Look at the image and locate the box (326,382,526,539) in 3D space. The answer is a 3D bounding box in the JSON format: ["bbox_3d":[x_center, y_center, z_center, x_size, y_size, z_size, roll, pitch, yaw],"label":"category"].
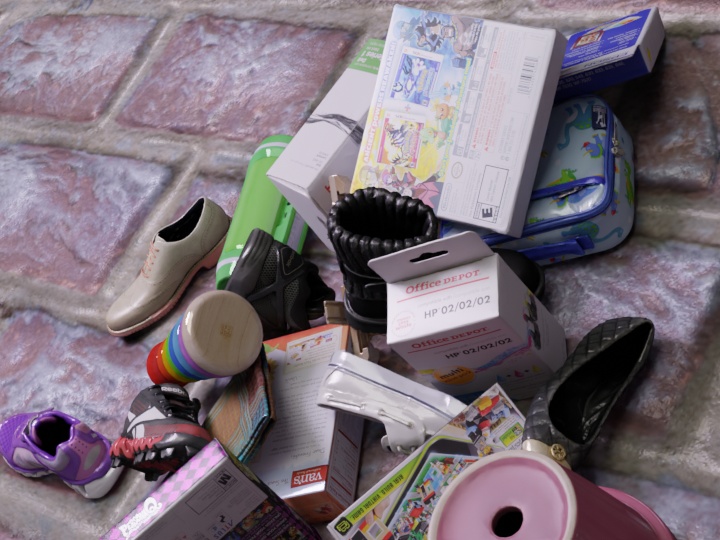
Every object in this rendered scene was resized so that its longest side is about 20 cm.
[{"bbox_3d":[0.080,0.206,1.304,0.200,0.035,0.110,-40,79,1],"label":"box"}]

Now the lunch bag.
[{"bbox_3d":[0.178,-0.081,1.487,0.198,0.082,0.162,-13,51,29],"label":"lunch bag"}]

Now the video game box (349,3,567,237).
[{"bbox_3d":[0.095,-0.148,1.447,0.180,0.047,0.203,15,91,26],"label":"video game box"}]

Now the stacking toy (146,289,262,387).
[{"bbox_3d":[-0.174,0.086,1.520,0.200,0.085,0.086,-33,29,59],"label":"stacking toy"}]

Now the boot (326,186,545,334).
[{"bbox_3d":[0.075,-0.012,1.379,0.208,0.159,0.080,-8,52,-3],"label":"boot"}]

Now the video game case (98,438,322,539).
[{"bbox_3d":[-0.154,0.271,1.357,0.200,0.181,0.036,-41,42,0],"label":"video game case"}]

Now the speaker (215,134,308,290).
[{"bbox_3d":[-0.104,-0.055,1.671,0.088,0.089,0.202,-8,51,31],"label":"speaker"}]

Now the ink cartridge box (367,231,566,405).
[{"bbox_3d":[0.099,0.051,1.336,0.114,0.200,0.069,-16,54,25],"label":"ink cartridge box"}]

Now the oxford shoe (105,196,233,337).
[{"bbox_3d":[-0.237,-0.008,1.736,0.200,0.074,0.071,-46,42,-6],"label":"oxford shoe"}]

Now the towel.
[{"bbox_3d":[-0.145,0.184,1.465,0.201,0.022,0.147,-58,23,19],"label":"towel"}]

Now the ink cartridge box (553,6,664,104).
[{"bbox_3d":[0.211,-0.204,1.528,0.196,0.047,0.200,-15,19,25],"label":"ink cartridge box"}]

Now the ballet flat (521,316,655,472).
[{"bbox_3d":[0.198,0.109,1.292,0.201,0.066,0.057,-53,8,-35],"label":"ballet flat"}]

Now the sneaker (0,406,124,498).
[{"bbox_3d":[-0.352,0.189,1.645,0.199,0.089,0.081,9,62,42],"label":"sneaker"}]

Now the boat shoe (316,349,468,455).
[{"bbox_3d":[0.046,0.142,1.380,0.198,0.071,0.070,23,80,21],"label":"boat shoe"}]

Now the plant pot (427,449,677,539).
[{"bbox_3d":[0.147,0.241,1.160,0.198,0.179,0.202,-21,45,22],"label":"plant pot"}]

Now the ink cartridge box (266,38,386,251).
[{"bbox_3d":[0.011,-0.127,1.599,0.084,0.146,0.201,23,70,47],"label":"ink cartridge box"}]

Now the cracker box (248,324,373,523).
[{"bbox_3d":[-0.064,0.158,1.479,0.133,0.058,0.202,-15,47,29],"label":"cracker box"}]

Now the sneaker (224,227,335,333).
[{"bbox_3d":[-0.099,0.049,1.567,0.200,0.113,0.077,-58,7,43],"label":"sneaker"}]

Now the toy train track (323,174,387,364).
[{"bbox_3d":[0.000,0.000,1.492,0.032,0.114,0.203,-14,80,28],"label":"toy train track"}]

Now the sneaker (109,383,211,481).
[{"bbox_3d":[-0.196,0.159,1.487,0.200,0.070,0.099,-17,52,64],"label":"sneaker"}]
